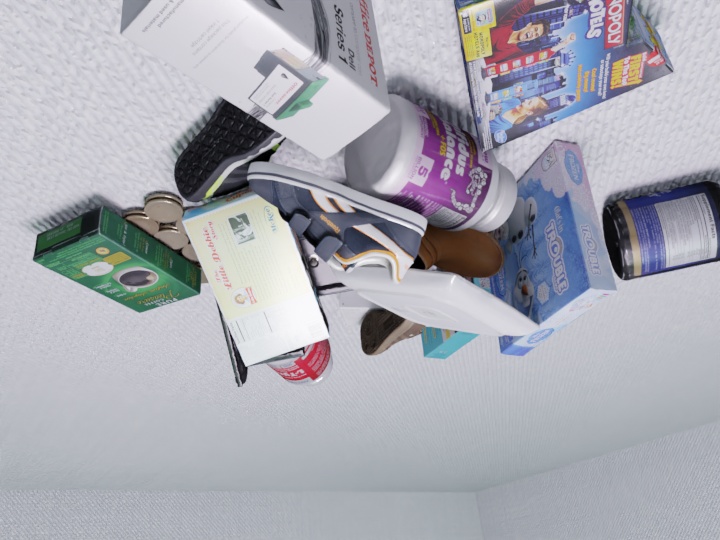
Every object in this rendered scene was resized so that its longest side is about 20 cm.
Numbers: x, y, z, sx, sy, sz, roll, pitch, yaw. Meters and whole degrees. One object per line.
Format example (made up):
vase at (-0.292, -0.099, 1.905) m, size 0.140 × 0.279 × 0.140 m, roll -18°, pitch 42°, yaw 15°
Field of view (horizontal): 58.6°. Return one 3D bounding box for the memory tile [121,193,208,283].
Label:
memory tile at (-0.245, -0.040, 0.897) m, size 0.151 × 0.017 × 0.198 m, roll -24°, pitch 147°, yaw 30°

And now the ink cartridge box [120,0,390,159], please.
ink cartridge box at (-0.072, -0.200, 0.490) m, size 0.083 × 0.150 × 0.198 m, roll -27°, pitch 147°, yaw 33°

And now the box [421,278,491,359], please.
box at (0.175, 0.085, 1.149) m, size 0.048 × 0.084 × 0.200 m, roll 7°, pitch 149°, yaw -23°

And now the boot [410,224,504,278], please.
boot at (0.088, -0.025, 0.791) m, size 0.195 × 0.155 × 0.075 m, roll 22°, pitch 108°, yaw 2°

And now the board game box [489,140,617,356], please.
board game box at (0.230, -0.022, 0.829) m, size 0.042 × 0.205 × 0.200 m, roll 7°, pitch 150°, yaw -18°

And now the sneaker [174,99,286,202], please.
sneaker at (-0.127, -0.138, 0.704) m, size 0.197 × 0.074 × 0.082 m, roll -26°, pitch 168°, yaw 36°

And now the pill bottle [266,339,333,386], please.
pill bottle at (-0.116, 0.140, 1.157) m, size 0.109 × 0.115 × 0.201 m, roll -12°, pitch 152°, yaw 11°

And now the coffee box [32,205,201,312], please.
coffee box at (-0.323, -0.007, 0.875) m, size 0.120 × 0.045 × 0.200 m, roll -17°, pitch 150°, yaw 21°

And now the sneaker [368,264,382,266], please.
sneaker at (0.000, 0.000, 0.959) m, size 0.196 × 0.073 × 0.073 m, roll 21°, pitch 129°, yaw -31°

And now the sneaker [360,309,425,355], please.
sneaker at (0.062, 0.091, 1.011) m, size 0.074 × 0.072 × 0.200 m, roll 5°, pitch 160°, yaw -22°

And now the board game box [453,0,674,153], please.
board game box at (0.195, -0.217, 0.607) m, size 0.194 × 0.063 × 0.201 m, roll -13°, pitch 152°, yaw 10°

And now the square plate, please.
square plate at (0.088, 0.041, 0.777) m, size 0.195 × 0.029 × 0.198 m, roll 4°, pitch 163°, yaw 45°

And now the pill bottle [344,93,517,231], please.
pill bottle at (0.087, -0.111, 0.729) m, size 0.197 × 0.115 × 0.112 m, roll 16°, pitch 146°, yaw -37°

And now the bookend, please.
bookend at (-0.089, 0.028, 0.852) m, size 0.193 × 0.093 × 0.205 m, roll -9°, pitch 115°, yaw -4°

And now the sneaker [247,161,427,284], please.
sneaker at (-0.031, -0.047, 0.665) m, size 0.195 × 0.081 × 0.078 m, roll 19°, pitch 175°, yaw -4°

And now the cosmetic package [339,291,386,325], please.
cosmetic package at (0.067, 0.056, 1.079) m, size 0.194 × 0.052 × 0.083 m, roll 0°, pitch 156°, yaw 9°

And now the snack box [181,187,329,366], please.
snack box at (-0.120, 0.007, 0.764) m, size 0.113 × 0.037 × 0.204 m, roll -17°, pitch 115°, yaw 2°

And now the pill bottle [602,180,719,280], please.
pill bottle at (0.454, -0.060, 0.904) m, size 0.195 × 0.115 × 0.112 m, roll -13°, pitch 152°, yaw 12°

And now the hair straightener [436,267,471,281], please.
hair straightener at (0.137, -0.021, 1.005) m, size 0.075 × 0.042 × 0.201 m, roll 2°, pitch 159°, yaw 11°
